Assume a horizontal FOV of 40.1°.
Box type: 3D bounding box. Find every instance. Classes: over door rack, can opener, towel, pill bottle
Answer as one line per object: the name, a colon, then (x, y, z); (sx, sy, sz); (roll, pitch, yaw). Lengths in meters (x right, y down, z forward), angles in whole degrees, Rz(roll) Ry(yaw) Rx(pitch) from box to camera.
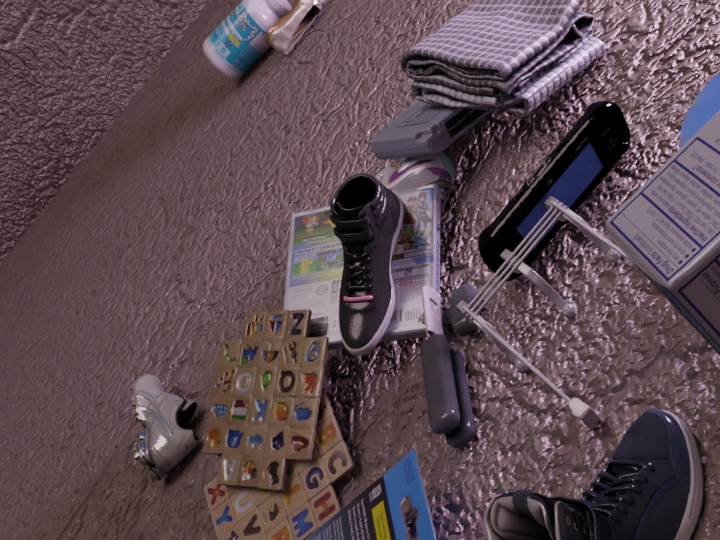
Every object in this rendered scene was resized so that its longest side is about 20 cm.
over door rack: (0.195, 0.038, 0.898); (0.148, 0.066, 0.200); (-50, 41, 2)
can opener: (0.091, 0.084, 0.998); (0.066, 0.053, 0.202); (-33, 33, 28)
towel: (0.165, -0.263, 1.172); (0.165, 0.087, 0.199); (-38, 33, -24)
pill bottle: (-0.239, -0.517, 2.127); (0.199, 0.110, 0.112); (-41, 30, 19)

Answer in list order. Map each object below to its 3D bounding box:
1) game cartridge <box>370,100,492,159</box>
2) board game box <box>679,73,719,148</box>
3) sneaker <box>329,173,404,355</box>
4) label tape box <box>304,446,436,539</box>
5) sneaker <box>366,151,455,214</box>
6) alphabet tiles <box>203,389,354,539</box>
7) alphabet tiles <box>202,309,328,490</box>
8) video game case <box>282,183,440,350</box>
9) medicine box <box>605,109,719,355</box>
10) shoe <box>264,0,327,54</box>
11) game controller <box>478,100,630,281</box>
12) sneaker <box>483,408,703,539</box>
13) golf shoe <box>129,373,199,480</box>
game cartridge: (0.110, -0.204, 1.259); (0.199, 0.041, 0.132); (-39, 26, -27)
board game box: (0.377, -0.140, 0.854); (0.198, 0.039, 0.159); (-26, 32, 31)
sneaker: (-0.004, -0.014, 1.087); (0.070, 0.099, 0.204); (-1, 67, 26)
label tape box: (0.008, 0.280, 0.884); (0.200, 0.063, 0.145); (-42, 29, 18)
sneaker: (0.028, -0.061, 1.236); (0.199, 0.077, 0.141); (-29, 34, 36)
alphabet tiles: (-0.095, 0.230, 1.092); (0.199, 0.006, 0.168); (-40, 51, 19)
alphabet tiles: (-0.109, 0.144, 1.122); (0.164, 0.006, 0.204); (-5, 68, 37)
video game case: (0.000, 0.000, 1.153); (0.197, 0.022, 0.185); (-10, 61, 25)
medicine box: (0.305, -0.027, 0.673); (0.200, 0.182, 0.103); (-44, 28, 11)
shoe: (-0.110, -0.525, 2.014); (0.053, 0.070, 0.200); (43, 90, 19)
game controller: (0.195, -0.078, 0.986); (0.042, 0.104, 0.201); (41, 94, 23)
sneaker: (0.167, 0.163, 0.699); (0.076, 0.146, 0.205); (-14, 44, 50)
golf shoe: (-0.271, 0.206, 1.399); (0.096, 0.079, 0.201); (-30, 36, 2)
